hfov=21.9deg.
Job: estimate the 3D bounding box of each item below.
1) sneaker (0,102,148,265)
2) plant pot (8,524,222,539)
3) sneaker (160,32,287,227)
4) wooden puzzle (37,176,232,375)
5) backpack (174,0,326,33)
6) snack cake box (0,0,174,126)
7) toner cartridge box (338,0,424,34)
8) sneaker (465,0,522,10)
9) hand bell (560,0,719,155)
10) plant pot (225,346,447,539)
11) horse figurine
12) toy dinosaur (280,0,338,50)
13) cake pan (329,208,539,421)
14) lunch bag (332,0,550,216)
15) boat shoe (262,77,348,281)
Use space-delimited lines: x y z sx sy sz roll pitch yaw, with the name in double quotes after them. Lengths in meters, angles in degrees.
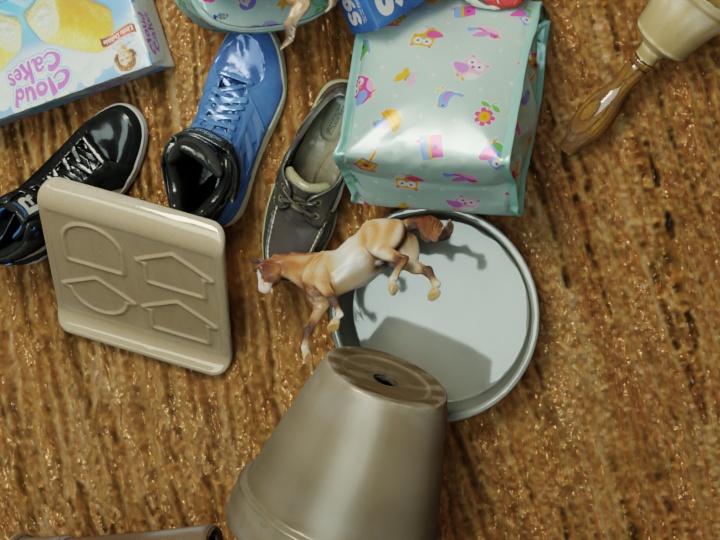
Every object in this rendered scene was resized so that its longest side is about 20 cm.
-0.286 -0.075 1.768 0.073 0.112 0.200 44 104 6 "sneaker"
-0.219 0.334 1.765 0.196 0.200 0.202 -11 94 8 "plant pot"
-0.128 -0.133 1.722 0.076 0.111 0.202 19 100 11 "sneaker"
-0.206 0.000 1.754 0.183 0.047 0.201 15 139 11 "wooden puzzle"
-0.094 -0.313 1.667 0.176 0.150 0.202 -9 104 -18 "backpack"
-0.292 -0.219 1.777 0.198 0.067 0.116 -17 91 16 "snack cake box"
-0.003 -0.316 1.608 0.043 0.095 0.201 1 121 53 "toner cartridge box"
0.141 -0.328 1.649 0.084 0.077 0.202 15 92 4 "sneaker"
0.246 -0.178 1.649 0.104 0.104 0.200 42 117 6 "hand bell"
-0.002 0.172 1.669 0.198 0.200 0.175 24 109 10 "plant pot"
0.000 0.000 1.675 0.199 0.133 0.050 -28 127 11 "horse figurine"
-0.056 -0.278 1.537 0.200 0.086 0.136 -39 96 13 "toy dinosaur"
0.071 0.039 1.729 0.198 0.037 0.203 2 97 14 "cake pan"
0.076 -0.160 1.661 0.168 0.122 0.202 4 63 14 "lunch bag"
-0.050 -0.083 1.731 0.073 0.065 0.202 20 102 9 "boat shoe"
